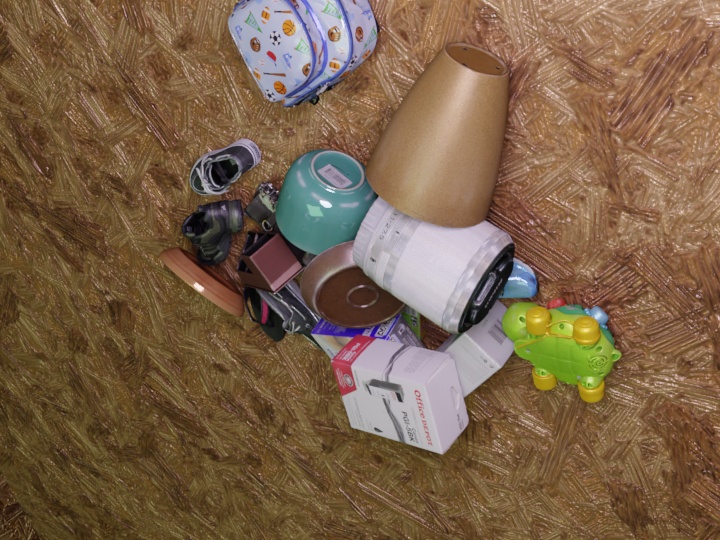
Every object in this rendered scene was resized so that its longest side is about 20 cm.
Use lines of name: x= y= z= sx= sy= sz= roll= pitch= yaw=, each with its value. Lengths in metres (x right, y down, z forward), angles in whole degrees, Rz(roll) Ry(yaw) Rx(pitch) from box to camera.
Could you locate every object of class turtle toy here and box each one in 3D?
turtle toy: x=0.298 y=0.101 z=1.438 sx=0.198 sy=0.101 sz=0.147 roll=12 pitch=131 yaw=33

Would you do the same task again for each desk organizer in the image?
desk organizer: x=-0.175 y=-0.018 z=1.696 sx=0.077 sy=0.072 sz=0.199 roll=54 pitch=164 yaw=-16

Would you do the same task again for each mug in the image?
mug: x=-0.034 y=-0.114 z=1.506 sx=0.182 sy=0.154 sz=0.115 roll=5 pitch=138 yaw=-16

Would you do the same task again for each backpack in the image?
backpack: x=-0.077 y=-0.339 z=1.342 sx=0.189 sy=0.154 sz=0.202 roll=-23 pitch=106 yaw=37

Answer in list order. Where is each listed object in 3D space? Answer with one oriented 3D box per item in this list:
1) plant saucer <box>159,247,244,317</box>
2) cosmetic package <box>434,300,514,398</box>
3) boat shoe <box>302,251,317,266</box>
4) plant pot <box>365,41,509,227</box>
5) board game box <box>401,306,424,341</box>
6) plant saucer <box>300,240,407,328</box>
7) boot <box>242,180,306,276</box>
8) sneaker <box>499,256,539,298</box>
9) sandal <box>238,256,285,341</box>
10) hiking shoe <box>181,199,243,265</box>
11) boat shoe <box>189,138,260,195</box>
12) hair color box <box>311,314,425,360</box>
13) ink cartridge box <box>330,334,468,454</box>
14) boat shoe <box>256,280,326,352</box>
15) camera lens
plant saucer: x=-0.299 y=0.016 z=1.851 sx=0.199 sy=0.038 sz=0.200 roll=38 pitch=179 yaw=1
cosmetic package: x=0.175 y=0.144 z=1.577 sx=0.085 sy=0.108 sz=0.200 roll=42 pitch=140 yaw=2
boat shoe: x=0.000 y=0.000 z=1.579 sx=0.199 sy=0.072 sz=0.061 roll=26 pitch=117 yaw=-21
plant pot: x=0.120 y=-0.194 z=1.289 sx=0.185 sy=0.186 sz=0.202 roll=30 pitch=125 yaw=16
board game box: x=0.023 y=0.053 z=1.688 sx=0.198 sy=0.030 sz=0.097 roll=19 pitch=137 yaw=23
plant saucer: x=0.002 y=0.031 z=1.534 sx=0.197 sy=0.035 sz=0.202 roll=-4 pitch=138 yaw=-4
boot: x=-0.115 y=-0.082 z=1.653 sx=0.175 sy=0.069 sz=0.199 roll=49 pitch=143 yaw=-8
sneaker: x=0.174 y=0.032 z=1.465 sx=0.197 sy=0.091 sz=0.079 roll=0 pitch=139 yaw=17
sandal: x=-0.201 y=0.059 z=1.869 sx=0.074 sy=0.045 sz=0.202 roll=8 pitch=129 yaw=35
hiking shoe: x=-0.284 y=-0.074 z=1.764 sx=0.099 sy=0.077 sz=0.200 roll=5 pitch=149 yaw=-24
boat shoe: x=-0.253 y=-0.169 z=1.694 sx=0.198 sy=0.068 sz=0.074 roll=-13 pitch=116 yaw=46
hair color box: x=0.016 y=0.132 z=1.707 sx=0.198 sy=0.065 sz=0.110 roll=-1 pitch=135 yaw=47
ink cartridge box: x=0.064 y=0.201 z=1.578 sx=0.198 sy=0.083 sz=0.149 roll=9 pitch=126 yaw=40
boat shoe: x=-0.122 y=0.088 z=1.802 sx=0.200 sy=0.071 sz=0.072 roll=47 pitch=148 yaw=1
camera lens: x=0.108 y=-0.020 z=1.365 sx=0.199 sy=0.160 sz=0.161 roll=33 pitch=140 yaw=18
